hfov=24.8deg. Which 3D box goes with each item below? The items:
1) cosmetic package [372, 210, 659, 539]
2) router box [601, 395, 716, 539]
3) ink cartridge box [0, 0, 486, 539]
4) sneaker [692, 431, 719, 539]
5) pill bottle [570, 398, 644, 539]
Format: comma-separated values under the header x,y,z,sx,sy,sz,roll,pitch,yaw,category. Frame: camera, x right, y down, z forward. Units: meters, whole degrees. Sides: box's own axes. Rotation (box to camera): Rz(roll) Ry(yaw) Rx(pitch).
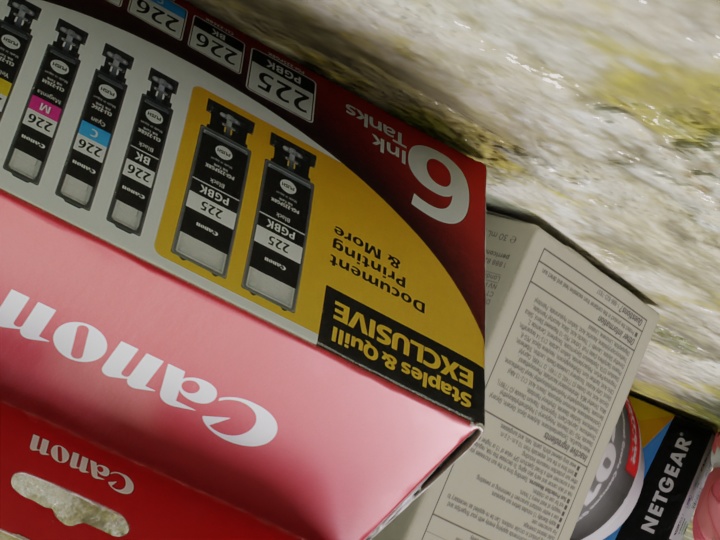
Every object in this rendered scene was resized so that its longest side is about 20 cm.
x,y,z,sx,sy,sz,roll,pitch,yaw,category
0.038,0.084,0.678,0.073,0.201,0.103,17,169,46,cosmetic package
0.112,0.165,0.990,0.148,0.202,0.051,21,174,24,router box
-0.062,0.002,0.515,0.199,0.176,0.084,27,128,-18,ink cartridge box
0.217,0.130,0.860,0.073,0.087,0.200,22,172,8,sneaker
0.087,0.088,0.878,0.113,0.115,0.200,21,172,27,pill bottle
